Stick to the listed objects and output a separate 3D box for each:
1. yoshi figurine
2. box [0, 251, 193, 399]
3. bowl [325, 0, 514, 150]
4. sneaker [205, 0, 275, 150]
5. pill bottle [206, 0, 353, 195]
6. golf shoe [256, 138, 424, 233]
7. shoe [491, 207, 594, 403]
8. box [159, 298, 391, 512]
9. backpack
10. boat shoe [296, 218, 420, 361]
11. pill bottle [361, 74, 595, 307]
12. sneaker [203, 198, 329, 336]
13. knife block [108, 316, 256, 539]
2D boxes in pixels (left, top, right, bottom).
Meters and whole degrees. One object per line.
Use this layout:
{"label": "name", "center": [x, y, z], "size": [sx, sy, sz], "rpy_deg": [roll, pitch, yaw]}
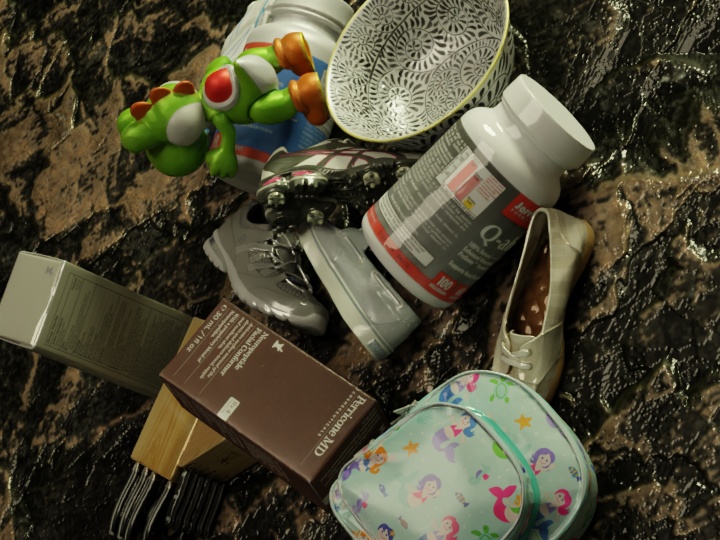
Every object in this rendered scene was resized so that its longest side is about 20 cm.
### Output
{"label": "yoshi figurine", "center": [-0.132, -0.149, 1.775], "size": [0.199, 0.113, 0.112], "rpy_deg": [-18, 18, 0]}
{"label": "box", "center": [-0.261, 0.058, 1.847], "size": [0.077, 0.200, 0.096], "rpy_deg": [12, 78, 44]}
{"label": "bowl", "center": [0.074, -0.184, 1.736], "size": [0.200, 0.094, 0.202], "rpy_deg": [-20, 52, 28]}
{"label": "sneaker", "center": [-0.124, -0.202, 1.953], "size": [0.086, 0.075, 0.201], "rpy_deg": [10, 70, 52]}
{"label": "pill bottle", "center": [-0.075, -0.180, 1.860], "size": [0.112, 0.112, 0.201], "rpy_deg": [6, 75, 43]}
{"label": "golf shoe", "center": [0.001, -0.094, 1.743], "size": [0.198, 0.078, 0.088], "rpy_deg": [-3, 44, 5]}
{"label": "shoe", "center": [0.146, 0.041, 1.601], "size": [0.070, 0.053, 0.201], "rpy_deg": [7, 75, 43]}
{"label": "box", "center": [-0.079, 0.123, 1.699], "size": [0.199, 0.075, 0.100], "rpy_deg": [31, 73, 28]}
{"label": "backpack", "center": [0.089, 0.183, 1.509], "size": [0.200, 0.151, 0.178], "rpy_deg": [-38, 68, -1]}
{"label": "boat shoe", "center": [0.000, 0.000, 1.750], "size": [0.071, 0.070, 0.201], "rpy_deg": [-33, 49, 2]}
{"label": "pill bottle", "center": [0.106, -0.072, 1.647], "size": [0.200, 0.116, 0.116], "rpy_deg": [-45, 47, 16]}
{"label": "sneaker", "center": [-0.087, -0.007, 1.813], "size": [0.082, 0.075, 0.200], "rpy_deg": [-55, 45, 8]}
{"label": "knife block", "center": [-0.182, 0.171, 1.819], "size": [0.175, 0.064, 0.201], "rpy_deg": [-31, 53, 25]}
